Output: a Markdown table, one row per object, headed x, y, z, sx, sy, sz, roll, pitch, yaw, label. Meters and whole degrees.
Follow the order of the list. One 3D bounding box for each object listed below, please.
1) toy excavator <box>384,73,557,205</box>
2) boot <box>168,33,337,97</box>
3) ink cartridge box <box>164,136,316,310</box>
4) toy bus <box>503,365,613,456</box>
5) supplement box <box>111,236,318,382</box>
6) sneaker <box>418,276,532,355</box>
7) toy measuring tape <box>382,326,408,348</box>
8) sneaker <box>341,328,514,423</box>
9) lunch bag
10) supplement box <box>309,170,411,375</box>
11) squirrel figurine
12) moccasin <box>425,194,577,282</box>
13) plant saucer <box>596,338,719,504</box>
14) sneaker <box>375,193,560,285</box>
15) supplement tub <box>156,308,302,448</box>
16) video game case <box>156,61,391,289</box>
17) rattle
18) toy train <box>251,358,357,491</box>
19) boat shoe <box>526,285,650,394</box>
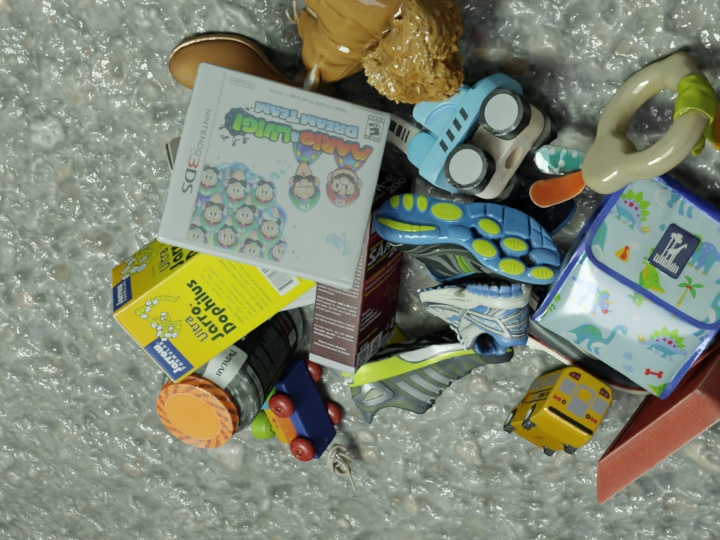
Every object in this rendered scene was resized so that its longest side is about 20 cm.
| x | y | z | sx | sy | sz | roll | pitch | yaw | label |
| --- | --- | --- | --- | --- | --- | --- | --- | --- | --- |
| 0.071 | -0.136 | 1.533 | 0.200 | 0.100 | 0.195 | 39 | 102 | 28 | toy excavator |
| -0.135 | -0.175 | 1.561 | 0.199 | 0.155 | 0.074 | 13 | 130 | 14 | boot |
| -0.123 | -0.055 | 1.649 | 0.144 | 0.084 | 0.201 | -13 | 119 | -5 | ink cartridge box |
| 0.218 | 0.158 | 1.675 | 0.065 | 0.078 | 0.200 | 30 | 170 | -1 | toy bus |
| -0.150 | 0.003 | 1.562 | 0.200 | 0.109 | 0.110 | -35 | 117 | 8 | supplement box |
| 0.122 | 0.053 | 1.615 | 0.200 | 0.077 | 0.085 | 177 | 84 | -71 | sneaker |
| 0.016 | 0.090 | 1.754 | 0.073 | 0.074 | 0.200 | -26 | 112 | 36 | toy measuring tape |
| 0.079 | 0.119 | 1.707 | 0.199 | 0.074 | 0.081 | -12 | 103 | 1 | sneaker |
| 0.299 | 0.004 | 1.536 | 0.170 | 0.127 | 0.200 | 32 | 120 | 1 | lunch bag |
| 0.000 | 0.000 | 1.639 | 0.061 | 0.109 | 0.201 | 17 | 120 | 20 | supplement box |
| 0.010 | -0.233 | 1.450 | 0.200 | 0.141 | 0.187 | 47 | 140 | 12 | squirrel figurine |
| 0.136 | -0.044 | 1.594 | 0.200 | 0.081 | 0.068 | -26 | 108 | 35 | moccasin |
| 0.338 | 0.140 | 1.572 | 0.037 | 0.200 | 0.200 | 46 | 130 | 3 | plant saucer |
| 0.114 | -0.030 | 1.536 | 0.199 | 0.071 | 0.083 | 14 | 165 | 22 | sneaker |
| -0.155 | 0.108 | 1.756 | 0.122 | 0.200 | 0.123 | 12 | 129 | 15 | supplement tub |
| -0.083 | -0.093 | 1.470 | 0.199 | 0.183 | 0.024 | 14 | 172 | -12 | video game case |
| 0.283 | -0.109 | 1.466 | 0.143 | 0.130 | 0.200 | 18 | 125 | -46 | rattle |
| -0.087 | 0.203 | 1.884 | 0.115 | 0.085 | 0.200 | 0 | 126 | 36 | toy train |
| 0.242 | 0.071 | 1.643 | 0.200 | 0.071 | 0.063 | 27 | 106 | 7 | boat shoe |
